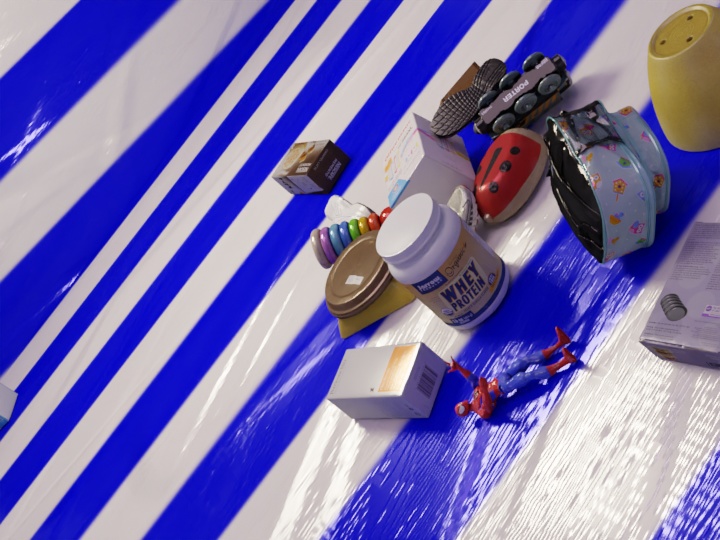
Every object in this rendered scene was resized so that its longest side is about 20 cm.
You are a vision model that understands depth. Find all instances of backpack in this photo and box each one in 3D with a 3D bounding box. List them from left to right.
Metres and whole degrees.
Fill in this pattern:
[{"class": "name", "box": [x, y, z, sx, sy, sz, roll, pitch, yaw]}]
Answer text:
[{"class": "backpack", "box": [0.355, -0.121, 1.246, 0.150, 0.177, 0.203, -12, 49, 4]}]

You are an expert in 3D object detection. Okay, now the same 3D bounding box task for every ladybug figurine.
[{"class": "ladybug figurine", "box": [0.258, -0.175, 1.557, 0.134, 0.072, 0.203, -8, 50, 52]}]

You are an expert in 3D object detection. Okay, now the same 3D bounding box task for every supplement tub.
[{"class": "supplement tub", "box": [0.132, -0.015, 1.419, 0.143, 0.199, 0.146, -35, 32, 26]}]

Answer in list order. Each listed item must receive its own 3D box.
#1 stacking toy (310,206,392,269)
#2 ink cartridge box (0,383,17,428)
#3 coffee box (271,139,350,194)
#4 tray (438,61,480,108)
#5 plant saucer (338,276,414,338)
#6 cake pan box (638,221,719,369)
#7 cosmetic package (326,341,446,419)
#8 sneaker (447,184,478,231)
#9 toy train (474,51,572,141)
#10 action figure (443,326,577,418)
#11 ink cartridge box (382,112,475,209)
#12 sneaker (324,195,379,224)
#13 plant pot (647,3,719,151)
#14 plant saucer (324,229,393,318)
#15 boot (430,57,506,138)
[{"class": "stacking toy", "box": [0.000, -0.075, 1.796, 0.196, 0.086, 0.086, -20, 36, 13]}, {"class": "ink cartridge box", "box": [-1.309, 0.490, 3.006, 0.199, 0.147, 0.146, -40, 30, 19]}, {"class": "coffee box", "box": [-0.127, -0.259, 2.213, 0.199, 0.079, 0.116, 9, 64, 59]}, {"class": "tray", "box": [0.206, -0.364, 1.803, 0.099, 0.037, 0.200, -49, -1, 5]}, {"class": "plant saucer", "box": [0.028, 0.009, 1.708, 0.198, 0.048, 0.203, -31, 34, 34]}, {"class": "cake pan box", "box": [0.457, 0.029, 1.052, 0.198, 0.052, 0.187, 4, 62, 57]}, {"class": "cosmetic package", "box": [0.041, 0.185, 1.458, 0.198, 0.071, 0.103, -13, 46, 50]}, {"class": "sneaker", "box": [0.143, -0.057, 1.541, 0.078, 0.081, 0.204, 15, 81, 64]}, {"class": "toy train", "box": [0.301, -0.314, 1.615, 0.199, 0.113, 0.086, -39, 62, 15]}, {"class": "action figure", "box": [0.199, 0.143, 1.254, 0.199, 0.098, 0.066, -40, 28, 24]}, {"class": "ink cartridge box", "box": [0.127, -0.196, 1.688, 0.130, 0.123, 0.202, -56, 24, 28]}, {"class": "sneaker", "box": [-0.033, -0.107, 1.910, 0.088, 0.074, 0.199, -59, 28, -5]}, {"class": "plant pot", "box": [0.498, -0.298, 1.275, 0.199, 0.141, 0.202, -36, 31, 26]}, {"class": "plant saucer", "box": [0.000, 0.000, 1.680, 0.199, 0.029, 0.202, -35, 33, 27]}, {"class": "boot", "box": [0.222, -0.302, 1.702, 0.200, 0.132, 0.070, -43, 63, -9]}]
